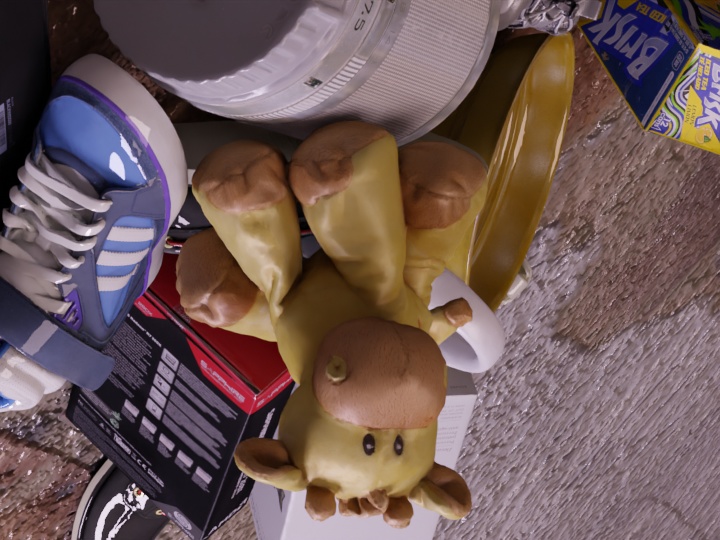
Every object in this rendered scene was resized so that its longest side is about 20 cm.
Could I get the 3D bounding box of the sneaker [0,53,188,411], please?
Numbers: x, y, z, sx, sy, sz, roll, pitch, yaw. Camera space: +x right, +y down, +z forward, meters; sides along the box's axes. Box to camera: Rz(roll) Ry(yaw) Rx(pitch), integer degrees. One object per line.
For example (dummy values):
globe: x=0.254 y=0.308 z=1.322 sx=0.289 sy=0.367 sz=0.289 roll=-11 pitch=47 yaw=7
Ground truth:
sneaker: x=-0.164 y=-0.003 z=1.286 sx=0.147 sy=0.080 sz=0.201 roll=-48 pitch=164 yaw=-29

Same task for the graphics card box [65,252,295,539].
graphics card box: x=-0.108 y=0.069 z=1.502 sx=0.051 sy=0.125 sz=0.200 roll=-40 pitch=165 yaw=-32

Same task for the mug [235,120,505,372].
mug: x=0.000 y=0.000 z=1.530 sx=0.148 sy=0.199 sz=0.175 roll=-57 pitch=171 yaw=-16

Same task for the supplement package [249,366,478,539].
supplement package: x=-0.005 y=0.110 z=1.729 sx=0.116 sy=0.117 sz=0.201 roll=-3 pitch=137 yaw=-16

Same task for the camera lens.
camera lens: x=-0.030 y=-0.152 z=1.313 sx=0.160 sy=0.160 sz=0.200 roll=-54 pitch=154 yaw=13

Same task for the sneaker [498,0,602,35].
sneaker: x=0.112 y=-0.179 z=1.510 sx=0.075 sy=0.082 sz=0.200 roll=-56 pitch=178 yaw=22

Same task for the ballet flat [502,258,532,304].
ballet flat: x=0.088 y=-0.008 z=1.812 sx=0.070 sy=0.069 sz=0.200 roll=-48 pitch=155 yaw=1

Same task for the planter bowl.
planter bowl: x=0.068 y=-0.073 z=1.635 sx=0.200 sy=0.083 sz=0.202 roll=18 pitch=90 yaw=-76

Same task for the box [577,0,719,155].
box: x=0.187 y=-0.160 z=1.594 sx=0.064 sy=0.200 sz=0.070 roll=15 pitch=120 yaw=-26

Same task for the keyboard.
keyboard: x=-0.204 y=-0.062 z=1.259 sx=0.127 sy=0.021 sz=0.201 roll=-40 pitch=153 yaw=-30

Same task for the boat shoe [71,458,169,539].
boat shoe: x=-0.129 y=0.136 z=1.681 sx=0.073 sy=0.063 sz=0.202 roll=-5 pitch=133 yaw=-58

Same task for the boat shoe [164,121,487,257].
boat shoe: x=-0.028 y=-0.045 z=1.416 sx=0.200 sy=0.074 sz=0.064 roll=-2 pitch=120 yaw=-14

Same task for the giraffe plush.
giraffe plush: x=-0.007 y=0.045 z=1.298 sx=0.171 sy=0.163 sz=0.201 roll=-8 pitch=136 yaw=1
